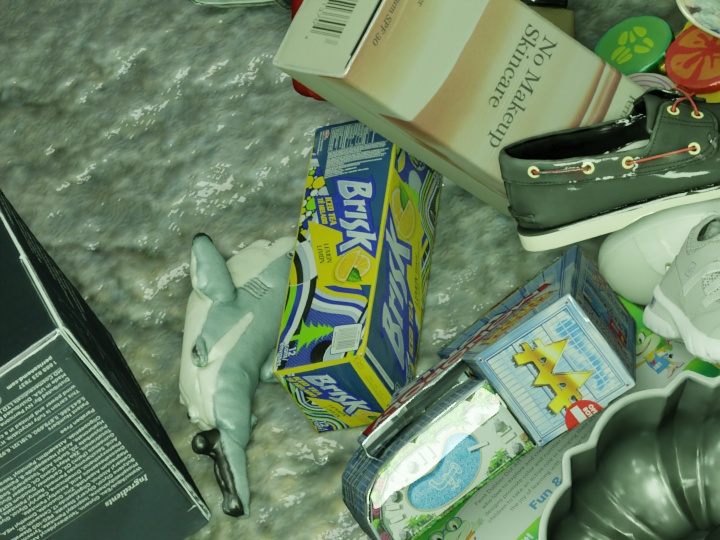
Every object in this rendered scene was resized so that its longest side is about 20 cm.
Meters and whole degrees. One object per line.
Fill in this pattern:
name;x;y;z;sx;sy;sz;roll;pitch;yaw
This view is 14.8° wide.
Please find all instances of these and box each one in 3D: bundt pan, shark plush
bundt pan;0.184;0.156;1.413;0.202;0.076;0.202;1;72;-4
shark plush;-0.070;0.056;1.723;0.083;0.091;0.200;5;43;-3

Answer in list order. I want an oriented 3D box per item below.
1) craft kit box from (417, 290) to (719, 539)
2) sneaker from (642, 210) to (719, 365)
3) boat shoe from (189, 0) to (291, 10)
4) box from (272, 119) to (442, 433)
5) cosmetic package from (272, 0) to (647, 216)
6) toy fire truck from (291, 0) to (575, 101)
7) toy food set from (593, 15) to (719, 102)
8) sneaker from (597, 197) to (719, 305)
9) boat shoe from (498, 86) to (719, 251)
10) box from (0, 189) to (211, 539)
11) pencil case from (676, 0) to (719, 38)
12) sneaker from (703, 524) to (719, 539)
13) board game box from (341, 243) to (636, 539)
craft kit box;0.141;0.128;1.542;0.200;0.049;0.197;-44;46;-11
sneaker;0.208;0.011;1.470;0.200;0.075;0.082;-154;79;-68
boat shoe;-0.043;-0.214;1.958;0.200;0.072;0.071;-3;58;43
box;0.000;0.000;1.723;0.064;0.070;0.200;-11;47;24
cosmetic package;0.062;-0.114;1.641;0.087;0.200;0.103;18;80;56
toy fire truck;0.019;-0.160;1.793;0.200;0.176;0.129;-3;88;54
toy food set;0.218;-0.089;1.689;0.198;0.049;0.200;-12;47;23
sneaker;0.223;0.009;1.577;0.200;0.073;0.085;-3;48;27
boat shoe;0.179;-0.072;1.594;0.201;0.063;0.074;-18;18;2
box;-0.213;0.070;1.695;0.124;0.197;0.200;-35;42;0
pencil case;0.259;-0.218;1.717;0.089;0.078;0.200;32;41;9
sneaker;0.262;0.133;1.339;0.200;0.090;0.070;-2;73;-5
board game box;0.072;0.066;1.484;0.200;0.062;0.200;-38;2;-5
